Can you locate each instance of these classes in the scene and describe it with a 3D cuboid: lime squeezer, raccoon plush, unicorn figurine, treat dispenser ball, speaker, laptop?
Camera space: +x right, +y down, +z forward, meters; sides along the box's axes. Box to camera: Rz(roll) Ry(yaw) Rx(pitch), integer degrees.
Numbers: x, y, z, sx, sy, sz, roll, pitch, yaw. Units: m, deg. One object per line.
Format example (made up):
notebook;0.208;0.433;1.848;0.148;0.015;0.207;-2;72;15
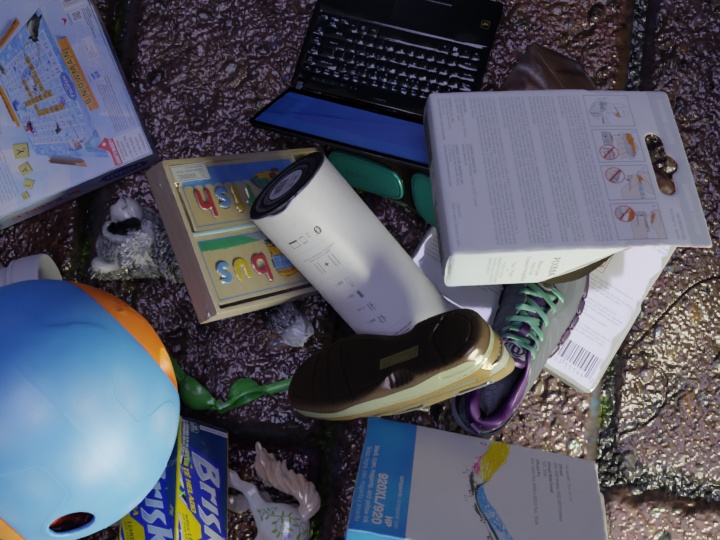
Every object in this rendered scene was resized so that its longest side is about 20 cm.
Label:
lime squeezer;-0.120;0.098;0.928;0.199;0.038;0.071;9;53;3
raccoon plush;-0.151;0.012;0.909;0.134;0.097;0.200;-33;84;5
unicorn figurine;-0.090;0.264;0.878;0.137;0.074;0.201;22;102;22
treat dispenser ball;-0.241;0.107;0.782;0.200;0.201;0.202;0;83;1
speaker;0.000;0.000;0.857;0.081;0.081;0.200;-44;112;-4
laptop;0.019;-0.186;0.907;0.177;0.103;0.201;16;82;9

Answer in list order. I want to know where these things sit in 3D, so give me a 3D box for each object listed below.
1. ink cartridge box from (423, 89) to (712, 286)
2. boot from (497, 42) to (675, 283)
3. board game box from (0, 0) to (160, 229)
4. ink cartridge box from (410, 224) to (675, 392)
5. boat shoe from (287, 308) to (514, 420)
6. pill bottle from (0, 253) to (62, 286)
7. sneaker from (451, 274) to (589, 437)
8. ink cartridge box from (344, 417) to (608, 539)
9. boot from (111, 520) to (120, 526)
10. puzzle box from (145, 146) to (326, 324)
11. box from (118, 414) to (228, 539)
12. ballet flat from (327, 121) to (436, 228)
ink cartridge box;0.156;-0.069;0.800;0.199;0.047;0.161;-1;57;-5
boot;0.166;-0.099;0.865;0.186;0.064;0.200;-21;73;-37
board game box;-0.318;-0.156;0.951;0.199;0.041;0.201;-23;84;-2
ink cartridge box;0.166;-0.015;0.925;0.200;0.045;0.177;32;85;4
boat shoe;0.032;0.093;0.830;0.200;0.076;0.072;-16;49;36
pill bottle;-0.365;0.047;0.894;0.199;0.111;0.112;-13;83;-1
sneaker;0.144;0.051;0.854;0.074;0.088;0.201;25;86;4
ink cartridge box;0.085;0.234;0.822;0.199;0.145;0.148;10;117;2
boot;-0.308;0.162;0.902;0.199;0.072;0.145;-5;83;-8
puzzle box;-0.080;-0.036;0.871;0.025;0.200;0.133;-26;83;39
box;-0.155;0.227;0.839;0.070;0.064;0.201;-19;60;29
ballet flat;0.060;-0.084;0.895;0.200;0.074;0.074;31;84;31
